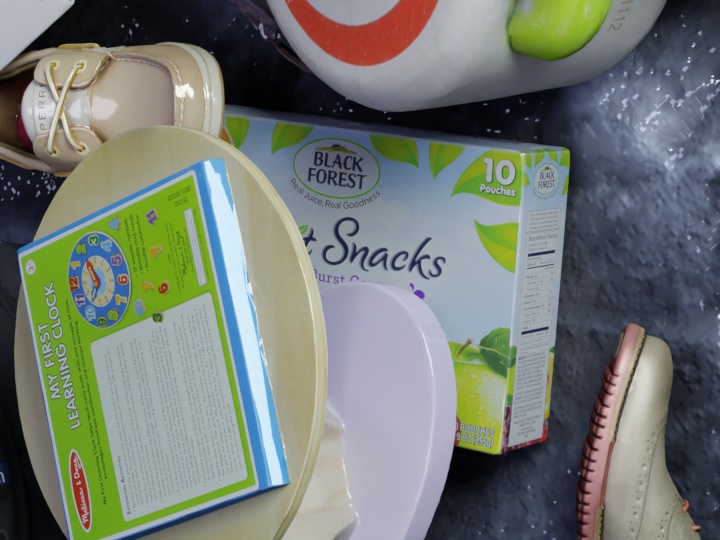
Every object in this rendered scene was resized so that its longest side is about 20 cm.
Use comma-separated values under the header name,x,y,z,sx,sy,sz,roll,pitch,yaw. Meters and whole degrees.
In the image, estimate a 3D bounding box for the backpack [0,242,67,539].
name,x,y,z,sx,sy,sz,roll,pitch,yaw
backpack,-0.198,0.099,1.205,0.201,0.182,0.147,57,135,19

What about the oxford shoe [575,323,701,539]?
name,x,y,z,sx,sy,sz,roll,pitch,yaw
oxford shoe,0.133,0.125,1.071,0.074,0.070,0.202,5,98,7

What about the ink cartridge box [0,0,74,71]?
name,x,y,z,sx,sy,sz,roll,pitch,yaw
ink cartridge box,-0.232,-0.136,1.240,0.200,0.068,0.116,-36,34,31

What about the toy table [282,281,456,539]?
name,x,y,z,sx,sy,sz,roll,pitch,yaw
toy table,-0.052,0.097,1.075,0.183,0.117,0.201,26,105,34

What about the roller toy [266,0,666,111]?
name,x,y,z,sx,sy,sz,roll,pitch,yaw
roller toy,0.048,-0.169,1.028,0.182,0.139,0.201,-31,74,53

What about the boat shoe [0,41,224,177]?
name,x,y,z,sx,sy,sz,roll,pitch,yaw
boat shoe,-0.139,-0.077,1.177,0.199,0.069,0.074,-2,88,55

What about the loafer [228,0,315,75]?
name,x,y,z,sx,sy,sz,roll,pitch,yaw
loafer,-0.032,-0.140,1.149,0.200,0.072,0.063,49,138,26

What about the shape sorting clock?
name,x,y,z,sx,sy,sz,roll,pitch,yaw
shape sorting clock,-0.083,0.039,1.000,0.199,0.039,0.202,-1,89,41

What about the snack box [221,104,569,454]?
name,x,y,z,sx,sy,sz,roll,pitch,yaw
snack box,0.000,0.000,1.141,0.199,0.053,0.143,9,98,33
